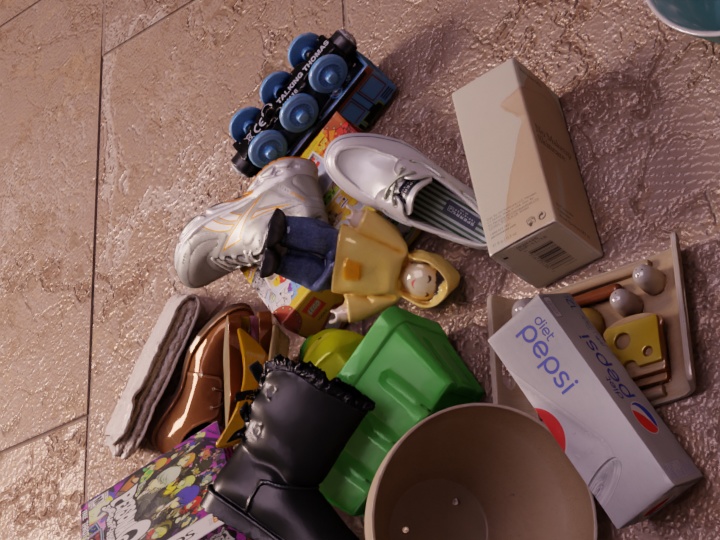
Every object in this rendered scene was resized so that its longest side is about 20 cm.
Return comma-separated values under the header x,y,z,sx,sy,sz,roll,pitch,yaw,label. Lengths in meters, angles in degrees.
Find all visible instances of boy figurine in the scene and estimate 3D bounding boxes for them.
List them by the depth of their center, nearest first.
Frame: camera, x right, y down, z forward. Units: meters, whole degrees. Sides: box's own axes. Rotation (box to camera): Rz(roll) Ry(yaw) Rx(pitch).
x,y,z,sx,sy,sz,roll,pitch,yaw,label
0.000,0.000,1.461,0.064,0.199,0.125,-76,1,-75,boy figurine

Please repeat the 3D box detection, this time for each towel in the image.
x,y,z,sx,sy,sz,roll,pitch,yaw,label
-0.240,0.117,1.663,0.201,0.034,0.132,-66,13,-6,towel

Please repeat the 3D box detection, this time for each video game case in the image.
x,y,z,sx,sy,sz,roll,pitch,yaw,label
-0.205,0.258,1.502,0.181,0.036,0.200,-31,25,2,video game case

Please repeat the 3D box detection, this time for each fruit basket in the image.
x,y,z,sx,sy,sz,roll,pitch,yaw,label
-0.005,0.119,1.426,0.215,0.155,0.217,-6,77,25,fruit basket

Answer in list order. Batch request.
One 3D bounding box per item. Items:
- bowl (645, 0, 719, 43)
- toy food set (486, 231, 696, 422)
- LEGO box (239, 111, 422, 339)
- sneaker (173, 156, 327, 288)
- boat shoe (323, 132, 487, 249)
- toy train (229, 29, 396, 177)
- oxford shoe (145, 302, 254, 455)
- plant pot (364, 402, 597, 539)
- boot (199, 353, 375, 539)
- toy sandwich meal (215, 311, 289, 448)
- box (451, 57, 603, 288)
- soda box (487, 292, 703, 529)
x,y,z,sx,sy,sz,roll,pitch,yaw,label
0.364,-0.278,1.307,0.200,0.105,0.202,-20,57,34,bowl
0.206,0.060,1.313,0.199,0.060,0.144,-21,56,34,toy food set
-0.031,-0.044,1.565,0.200,0.077,0.149,-51,45,10,LEGO box
-0.117,-0.031,1.531,0.200,0.076,0.092,-39,52,24,sneaker
0.054,-0.081,1.436,0.199,0.067,0.074,23,99,6,boat shoe
-0.058,-0.174,1.627,0.200,0.114,0.087,-51,42,10,toy train
-0.162,0.130,1.608,0.071,0.071,0.201,41,109,40,oxford shoe
0.087,0.225,1.270,0.134,0.199,0.201,139,144,-69,plant pot
-0.038,0.182,1.318,0.198,0.073,0.163,28,92,15,boot
-0.115,0.138,1.488,0.070,0.205,0.206,6,68,-2,toy sandwich meal
0.159,-0.095,1.409,0.078,0.095,0.201,-29,54,27,box
0.198,0.117,1.240,0.068,0.063,0.200,-44,67,27,soda box
